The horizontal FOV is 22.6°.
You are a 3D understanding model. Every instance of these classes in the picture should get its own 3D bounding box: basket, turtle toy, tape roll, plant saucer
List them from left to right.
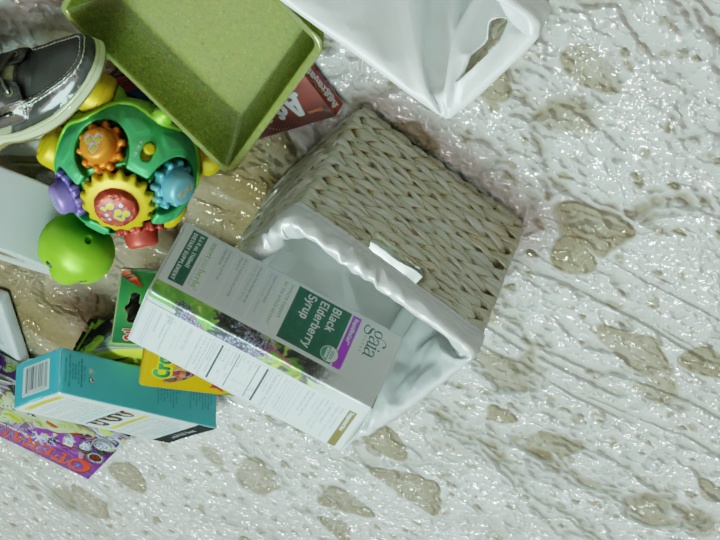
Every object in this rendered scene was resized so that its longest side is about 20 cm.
[{"bbox_3d":[-0.349,-0.057,1.664,0.201,0.071,0.202,18,173,2],"label":"tape roll"},{"bbox_3d":[-0.212,-0.069,1.551,0.145,0.101,0.200,27,130,-17],"label":"turtle toy"},{"bbox_3d":[-0.125,-0.204,1.426,0.200,0.048,0.200,44,142,1],"label":"plant saucer"},{"bbox_3d":[0.000,0.000,1.525,0.198,0.161,0.200,35,143,-11],"label":"basket"},{"bbox_3d":[0.037,-0.230,1.263,0.200,0.124,0.136,36,142,-10],"label":"basket"}]

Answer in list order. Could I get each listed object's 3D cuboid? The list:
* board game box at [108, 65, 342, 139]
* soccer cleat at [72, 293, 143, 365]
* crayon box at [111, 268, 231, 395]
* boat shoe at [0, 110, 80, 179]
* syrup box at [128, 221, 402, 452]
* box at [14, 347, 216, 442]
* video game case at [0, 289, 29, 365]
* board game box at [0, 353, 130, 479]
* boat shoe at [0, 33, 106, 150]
[{"bbox_3d":[-0.119,-0.151,1.535,0.199,0.020,0.103,-13,129,40],"label":"board game box"},{"bbox_3d":[-0.237,0.077,1.837,0.084,0.065,0.200,37,141,-17],"label":"soccer cleat"},{"bbox_3d":[-0.135,0.063,1.707,0.199,0.051,0.127,7,143,-7],"label":"crayon box"},{"bbox_3d":[-0.303,-0.116,1.640,0.199,0.075,0.069,1,130,29],"label":"boat shoe"},{"bbox_3d":[-0.075,0.054,1.436,0.199,0.079,0.082,28,142,-3],"label":"syrup box"},{"bbox_3d":[-0.248,0.129,1.842,0.199,0.049,0.082,18,153,-41],"label":"box"},{"bbox_3d":[-0.451,0.073,1.994,0.181,0.023,0.201,14,142,16],"label":"video game case"},{"bbox_3d":[-0.364,0.158,2.007,0.199,0.032,0.120,28,143,-16],"label":"board game box"},{"bbox_3d":[-0.298,-0.147,1.499,0.200,0.072,0.066,-23,141,33],"label":"boat shoe"}]
